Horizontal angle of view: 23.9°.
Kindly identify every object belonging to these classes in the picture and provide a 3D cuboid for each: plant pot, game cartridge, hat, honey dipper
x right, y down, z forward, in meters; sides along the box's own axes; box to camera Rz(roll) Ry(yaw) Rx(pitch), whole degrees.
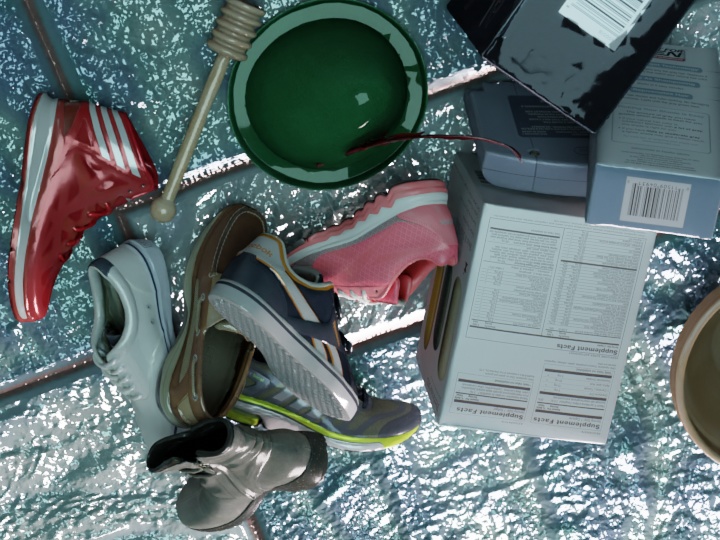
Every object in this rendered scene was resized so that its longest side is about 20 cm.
[{"bbox_3d":[0.372,0.080,1.544,0.201,0.093,0.201,-2,109,-6],"label":"plant pot"},{"bbox_3d":[0.193,-0.112,1.432,0.200,0.133,0.042,0,131,-6],"label":"game cartridge"},{"bbox_3d":[-0.009,-0.128,1.380,0.200,0.176,0.166,-31,110,5],"label":"hat"},{"bbox_3d":[-0.134,-0.133,1.427,0.038,0.038,0.200,22,99,-14],"label":"honey dipper"}]

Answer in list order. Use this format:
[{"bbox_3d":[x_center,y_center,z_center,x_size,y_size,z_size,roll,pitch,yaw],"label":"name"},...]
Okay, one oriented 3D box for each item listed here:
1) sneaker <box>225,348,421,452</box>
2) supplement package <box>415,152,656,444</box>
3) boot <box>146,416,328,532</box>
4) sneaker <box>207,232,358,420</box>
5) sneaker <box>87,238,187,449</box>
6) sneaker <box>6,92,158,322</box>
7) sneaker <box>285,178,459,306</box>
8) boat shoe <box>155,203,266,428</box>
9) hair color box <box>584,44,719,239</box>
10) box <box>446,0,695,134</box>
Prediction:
[{"bbox_3d":[-0.038,0.107,1.522,0.200,0.074,0.081,13,105,-13],"label":"sneaker"},{"bbox_3d":[0.145,0.022,1.466,0.151,0.152,0.200,7,109,-9],"label":"supplement package"},{"bbox_3d":[-0.134,0.170,1.478,0.131,0.068,0.200,17,148,-37],"label":"boot"},{"bbox_3d":[-0.046,0.048,1.424,0.079,0.078,0.200,-58,139,-21],"label":"sneaker"},{"bbox_3d":[-0.200,0.074,1.481,0.071,0.073,0.200,-21,106,-39],"label":"sneaker"},{"bbox_3d":[-0.233,-0.045,1.440,0.115,0.078,0.200,7,110,-8],"label":"sneaker"},{"bbox_3d":[0.000,0.000,1.445,0.200,0.074,0.087,-32,72,31],"label":"sneaker"},{"bbox_3d":[-0.113,0.041,1.456,0.076,0.072,0.200,18,81,-36],"label":"boat shoe"},{"bbox_3d":[0.235,-0.110,1.357,0.099,0.200,0.061,8,128,4],"label":"hair color box"},{"bbox_3d":[0.181,-0.239,1.348,0.117,0.200,0.197,33,104,-16],"label":"box"}]
